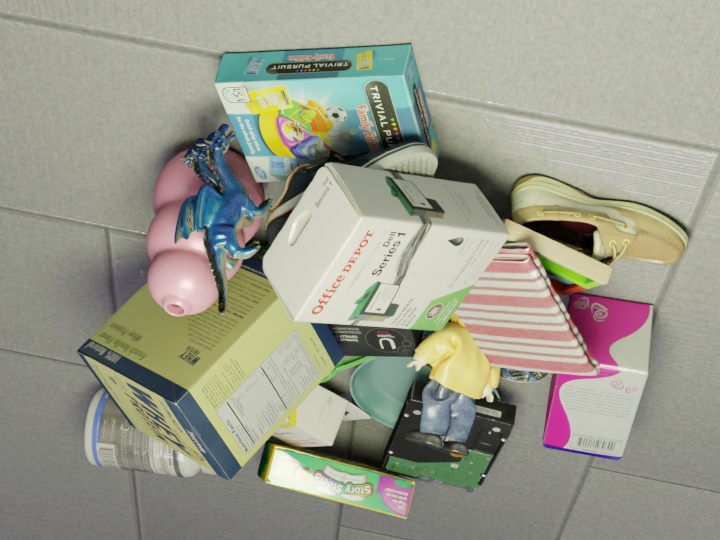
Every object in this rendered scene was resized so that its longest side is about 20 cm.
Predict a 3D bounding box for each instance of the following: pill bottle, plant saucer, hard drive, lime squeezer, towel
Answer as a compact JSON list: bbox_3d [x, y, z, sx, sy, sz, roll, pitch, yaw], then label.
[{"bbox_3d":[-0.276,0.229,2.003,0.199,0.114,0.114,6,143,9],"label":"pill bottle"},{"bbox_3d":[0.086,0.151,1.854,0.200,0.036,0.200,9,144,7],"label":"plant saucer"},{"bbox_3d":[0.113,0.220,1.877,0.139,0.038,0.200,14,143,-1],"label":"hard drive"},{"bbox_3d":[-0.060,0.112,1.809,0.199,0.038,0.071,5,112,12],"label":"lime squeezer"},{"bbox_3d":[0.165,0.041,1.541,0.146,0.030,0.200,4,140,42],"label":"towel"}]

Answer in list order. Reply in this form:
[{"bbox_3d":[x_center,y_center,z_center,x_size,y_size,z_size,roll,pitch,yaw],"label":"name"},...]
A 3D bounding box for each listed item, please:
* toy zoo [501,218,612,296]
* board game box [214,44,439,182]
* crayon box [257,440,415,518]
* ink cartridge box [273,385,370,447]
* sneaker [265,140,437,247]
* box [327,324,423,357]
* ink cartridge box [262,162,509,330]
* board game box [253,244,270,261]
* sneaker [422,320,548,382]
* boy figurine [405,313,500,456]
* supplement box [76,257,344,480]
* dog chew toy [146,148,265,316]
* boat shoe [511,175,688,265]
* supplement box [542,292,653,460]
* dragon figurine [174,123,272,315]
[{"bbox_3d":[0.175,-0.007,1.570,0.131,0.021,0.200,24,167,-12],"label":"toy zoo"},{"bbox_3d":[-0.032,-0.158,1.469,0.200,0.047,0.151,0,142,17],"label":"board game box"},{"bbox_3d":[-0.037,0.289,1.992,0.200,0.058,0.173,15,173,-7],"label":"crayon box"},{"bbox_3d":[-0.099,0.181,1.898,0.200,0.068,0.116,30,160,-22],"label":"ink cartridge box"},{"bbox_3d":[-0.018,-0.087,1.459,0.200,0.080,0.078,-33,147,15],"label":"sneaker"},{"bbox_3d":[0.000,0.000,1.619,0.122,0.106,0.200,1,142,16],"label":"box"},{"bbox_3d":[0.024,-0.019,1.425,0.200,0.084,0.146,4,131,-39],"label":"ink cartridge box"},{"bbox_3d":[-0.088,0.042,1.767,0.134,0.029,0.200,-10,138,27],"label":"board game box"},{"bbox_3d":[0.142,0.095,1.727,0.200,0.076,0.077,17,-178,21],"label":"sneaker"},{"bbox_3d":[0.108,0.108,1.645,0.124,0.200,0.064,18,171,-29],"label":"boy figurine"},{"bbox_3d":[-0.169,0.094,1.613,0.200,0.200,0.134,20,148,44],"label":"supplement box"},{"bbox_3d":[-0.176,-0.038,1.543,0.124,0.200,0.125,9,144,6],"label":"dog chew toy"},{"bbox_3d":[0.253,-0.037,1.526,0.200,0.066,0.074,16,144,-4],"label":"boat shoe"},{"bbox_3d":[0.283,0.129,1.710,0.101,0.104,0.200,10,145,6],"label":"supplement box"},{"bbox_3d":[-0.153,-0.050,1.456,0.099,0.200,0.059,27,153,-22],"label":"dragon figurine"}]
